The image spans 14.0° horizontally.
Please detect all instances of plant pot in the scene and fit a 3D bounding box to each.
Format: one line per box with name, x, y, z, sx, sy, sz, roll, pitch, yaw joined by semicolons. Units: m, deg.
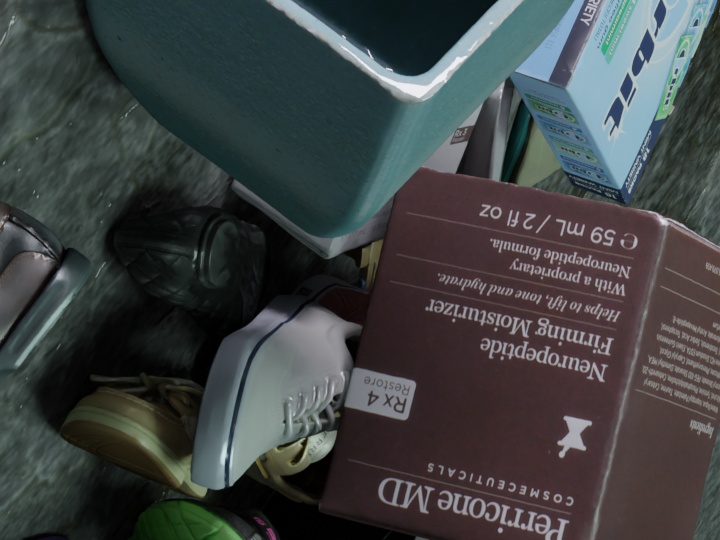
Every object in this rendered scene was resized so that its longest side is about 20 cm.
plant pot;-0.013;-0.133;1.405;0.196;0.196;0.200;-46;166;-32

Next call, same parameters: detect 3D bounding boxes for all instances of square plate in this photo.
square plate;0.079;-0.108;1.790;0.198;0.028;0.200;96;6;-49

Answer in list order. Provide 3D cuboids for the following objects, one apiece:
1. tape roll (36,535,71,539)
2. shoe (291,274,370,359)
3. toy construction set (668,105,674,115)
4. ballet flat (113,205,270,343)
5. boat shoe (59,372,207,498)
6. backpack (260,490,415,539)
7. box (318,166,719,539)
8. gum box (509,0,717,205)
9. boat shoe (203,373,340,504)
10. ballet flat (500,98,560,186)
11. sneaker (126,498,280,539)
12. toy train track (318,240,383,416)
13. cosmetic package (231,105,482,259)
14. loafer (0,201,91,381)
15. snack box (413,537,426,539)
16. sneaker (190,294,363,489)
tape roll;-0.191;0.258;1.673;0.200;0.085;0.200;-48;157;-28
shoe;0.039;0.057;1.798;0.200;0.091;0.072;18;100;-56
toy construction set;0.185;-0.196;1.931;0.200;0.092;0.131;-71;160;1
ballet flat;-0.087;-0.002;1.626;0.200;0.057;0.067;56;47;-75
boat shoe;-0.116;0.083;1.637;0.200;0.073;0.063;64;50;-80
backpack;-0.003;0.216;1.916;0.153;0.176;0.200;43;67;-38
box;0.102;0.064;1.638;0.164;0.166;0.201;23;80;-63
gum box;0.157;-0.152;1.750;0.170;0.044;0.200;-66;158;-10
boat shoe;-0.044;0.092;1.808;0.074;0.069;0.200;-55;160;-12
ballet flat;0.133;-0.114;1.889;0.069;0.069;0.200;-46;159;-32
sneaker;-0.085;0.162;1.720;0.084;0.077;0.200;-22;180;-16
toy train track;0.000;0.000;1.817;0.115;0.032;0.200;-22;129;-43
cosmetic package;0.017;-0.119;1.628;0.113;0.081;0.200;-19;138;-52
loafer;-0.213;0.055;1.396;0.200;0.063;0.072;-51;-170;-12
snack box;0.060;0.134;1.817;0.072;0.024;0.200;92;19;-68
sneaker;-0.039;0.065;1.617;0.200;0.071;0.073;-55;155;-62
